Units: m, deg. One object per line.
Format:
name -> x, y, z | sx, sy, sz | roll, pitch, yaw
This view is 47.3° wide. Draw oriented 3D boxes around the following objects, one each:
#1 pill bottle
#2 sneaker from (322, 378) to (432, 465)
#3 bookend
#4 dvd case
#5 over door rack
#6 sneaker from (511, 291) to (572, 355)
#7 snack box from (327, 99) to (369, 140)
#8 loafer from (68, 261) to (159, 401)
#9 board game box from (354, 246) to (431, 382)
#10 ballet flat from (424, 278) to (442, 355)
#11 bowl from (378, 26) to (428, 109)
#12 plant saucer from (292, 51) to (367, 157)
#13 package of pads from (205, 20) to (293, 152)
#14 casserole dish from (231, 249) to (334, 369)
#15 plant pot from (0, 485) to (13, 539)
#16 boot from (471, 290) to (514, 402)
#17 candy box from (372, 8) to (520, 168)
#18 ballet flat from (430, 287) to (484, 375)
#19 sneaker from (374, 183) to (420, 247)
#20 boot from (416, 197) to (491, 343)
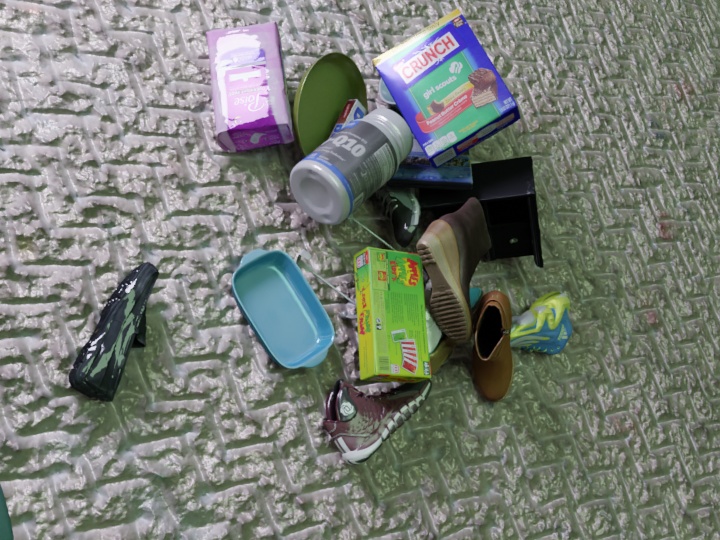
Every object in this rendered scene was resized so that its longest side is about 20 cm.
pill bottle -> -0.009, -0.171, 1.311 | 0.114, 0.114, 0.200 | 49, 56, -6
sneaker -> 0.020, 0.198, 1.281 | 0.116, 0.076, 0.200 | 50, 55, -1
bookend -> 0.219, -0.092, 1.476 | 0.199, 0.199, 0.092 | -5, 50, 12
dvd case -> 0.120, -0.201, 1.436 | 0.142, 0.018, 0.200 | 3, 38, 2
over door rack -> 0.000, 0.000, 1.347 | 0.200, 0.067, 0.148 | 43, 56, -11
sneaker -> 0.317, 0.121, 1.489 | 0.200, 0.076, 0.105 | -28, 99, -25
snack box -> -0.034, -0.186, 1.384 | 0.072, 0.024, 0.200 | 42, 65, -43
loafer -> -0.323, 0.082, 1.124 | 0.070, 0.068, 0.201 | 34, 62, -25
board game box -> 0.048, 0.070, 1.282 | 0.101, 0.048, 0.201 | 7, 70, -29
ballet flat -> 0.111, 0.065, 1.372 | 0.069, 0.069, 0.200 | 43, 43, -10
bowl -> 0.142, -0.351, 1.514 | 0.105, 0.200, 0.201 | 42, 53, -36
plant saucer -> -0.055, -0.265, 1.386 | 0.200, 0.031, 0.201 | -26, 122, -51
package of pads -> -0.179, -0.298, 1.327 | 0.120, 0.076, 0.201 | -9, 73, 3
casserole dish -> -0.124, 0.062, 1.267 | 0.121, 0.039, 0.200 | -32, 90, -36
plant pot -> -0.486, 0.243, 0.922 | 0.141, 0.141, 0.200 | -34, 98, -35
boot -> 0.219, 0.134, 1.353 | 0.076, 0.155, 0.201 | 8, 98, 10
candy box -> 0.142, -0.300, 1.360 | 0.169, 0.077, 0.200 | -30, 76, 8
ballet flat -> 0.152, 0.107, 1.412 | 0.200, 0.069, 0.063 | -41, 121, -33
sneaker -> 0.037, -0.125, 1.411 | 0.115, 0.075, 0.200 | 17, 42, -15
boot -> 0.174, -0.002, 1.342 | 0.166, 0.072, 0.201 | -36, 113, -41
